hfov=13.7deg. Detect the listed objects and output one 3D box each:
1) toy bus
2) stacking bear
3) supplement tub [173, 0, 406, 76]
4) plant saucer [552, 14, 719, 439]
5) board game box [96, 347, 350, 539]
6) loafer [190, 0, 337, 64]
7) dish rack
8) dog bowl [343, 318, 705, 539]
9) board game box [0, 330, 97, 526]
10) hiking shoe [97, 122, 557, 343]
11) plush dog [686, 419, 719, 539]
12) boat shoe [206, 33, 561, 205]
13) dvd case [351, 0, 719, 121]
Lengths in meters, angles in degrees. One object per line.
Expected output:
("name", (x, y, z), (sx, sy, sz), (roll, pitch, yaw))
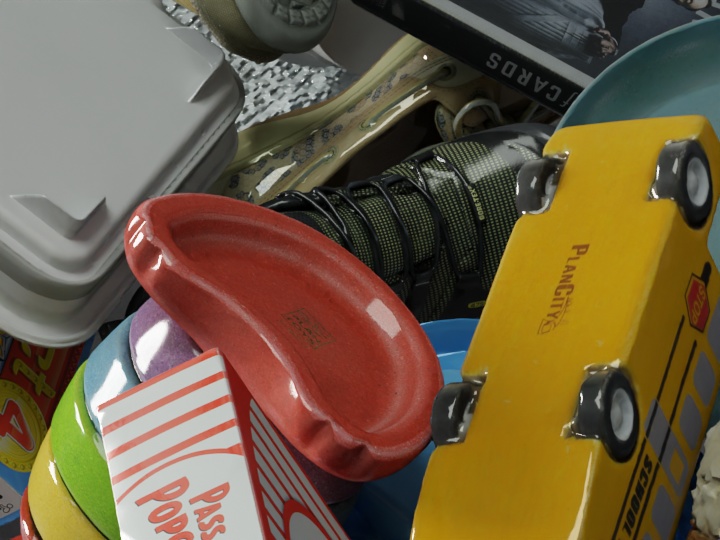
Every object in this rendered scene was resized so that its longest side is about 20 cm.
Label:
("toy bus", (0.078, 0.038, 1.010), (0.065, 0.078, 0.200), (-6, 43, 30))
("stacking bear", (-0.071, 0.083, 1.039), (0.121, 0.200, 0.114), (45, 24, 13))
("supplement tub", (-0.037, -0.176, 1.343), (0.144, 0.145, 0.200), (-36, 42, -20))
("plant saucer", (0.164, -0.011, 1.119), (0.200, 0.027, 0.200), (-1, 57, 1))
("board game box", (-0.008, 0.143, 0.912), (0.046, 0.200, 0.152), (-26, 39, 8))
("loafer", (-0.076, -0.153, 1.233), (0.070, 0.075, 0.200), (-47, 54, 27))
("dish rack", (-0.133, -0.074, 1.149), (0.172, 0.044, 0.200), (37, 36, -2))
("dog bowl", (0.055, 0.091, 1.069), (0.111, 0.050, 0.200), (-35, 42, -18))
("board game box", (-0.187, -0.026, 1.184), (0.056, 0.196, 0.200), (-25, 33, 32))
("hiking shoe", (0.000, 0.000, 1.148), (0.200, 0.076, 0.101), (-24, -4, 5))
("plush dog", (0.181, 0.081, 0.943), (0.172, 0.161, 0.200), (21, 55, 39))
("boat shoe", (0.019, -0.047, 1.235), (0.200, 0.073, 0.063), (-29, 45, 5))
("dvd case", (0.111, -0.114, 1.218), (0.200, 0.025, 0.150), (28, 50, -1))
